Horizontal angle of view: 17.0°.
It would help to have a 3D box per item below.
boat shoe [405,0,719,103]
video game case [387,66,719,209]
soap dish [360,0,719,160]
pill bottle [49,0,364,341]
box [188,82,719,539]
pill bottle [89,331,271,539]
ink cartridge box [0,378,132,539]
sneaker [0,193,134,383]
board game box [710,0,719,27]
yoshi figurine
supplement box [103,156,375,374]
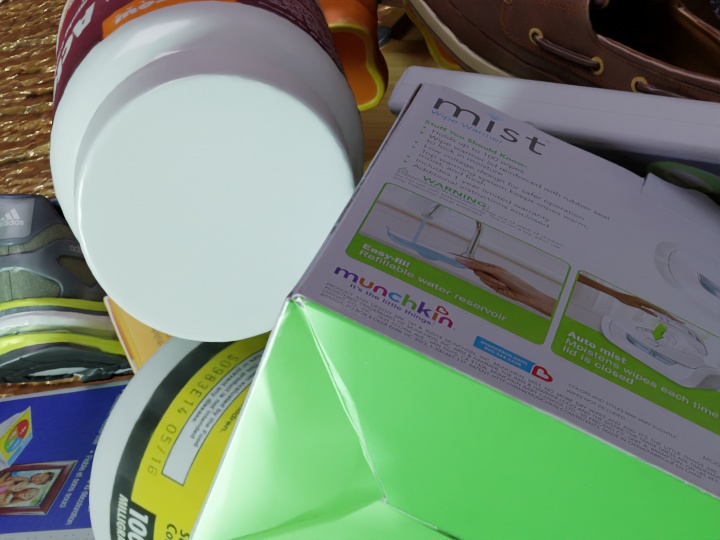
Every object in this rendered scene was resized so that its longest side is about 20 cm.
[{"bbox_3d":[0.093,-0.095,0.930,0.072,0.068,0.200,-24,52,-36],"label":"boat shoe"},{"bbox_3d":[0.129,-0.007,0.848,0.199,0.182,0.023,13,69,50],"label":"video game case"},{"bbox_3d":[0.103,-0.110,1.128,0.199,0.081,0.157,6,45,45],"label":"soap dish"},{"bbox_3d":[-0.059,-0.055,0.893,0.114,0.115,0.200,-27,21,4],"label":"pill bottle"},{"bbox_3d":[0.073,0.048,0.719,0.177,0.199,0.097,-63,-3,-64],"label":"box"},{"bbox_3d":[0.009,0.098,0.831,0.199,0.113,0.112,24,57,37],"label":"pill bottle"},{"bbox_3d":[-0.110,0.120,1.000,0.199,0.047,0.198,-8,35,26],"label":"ink cartridge box"},{"bbox_3d":[-0.110,0.006,1.066,0.073,0.082,0.200,-9,-5,14],"label":"sneaker"},{"bbox_3d":[0.228,-0.108,0.864,0.159,0.097,0.200,-26,19,-2],"label":"board game box"},{"bbox_3d":[0.022,-0.158,1.124,0.201,0.112,0.112,-91,25,-42],"label":"yoshi figurine"},{"bbox_3d":[0.000,0.000,0.973,0.199,0.067,0.069,-29,70,-3],"label":"supplement box"}]
